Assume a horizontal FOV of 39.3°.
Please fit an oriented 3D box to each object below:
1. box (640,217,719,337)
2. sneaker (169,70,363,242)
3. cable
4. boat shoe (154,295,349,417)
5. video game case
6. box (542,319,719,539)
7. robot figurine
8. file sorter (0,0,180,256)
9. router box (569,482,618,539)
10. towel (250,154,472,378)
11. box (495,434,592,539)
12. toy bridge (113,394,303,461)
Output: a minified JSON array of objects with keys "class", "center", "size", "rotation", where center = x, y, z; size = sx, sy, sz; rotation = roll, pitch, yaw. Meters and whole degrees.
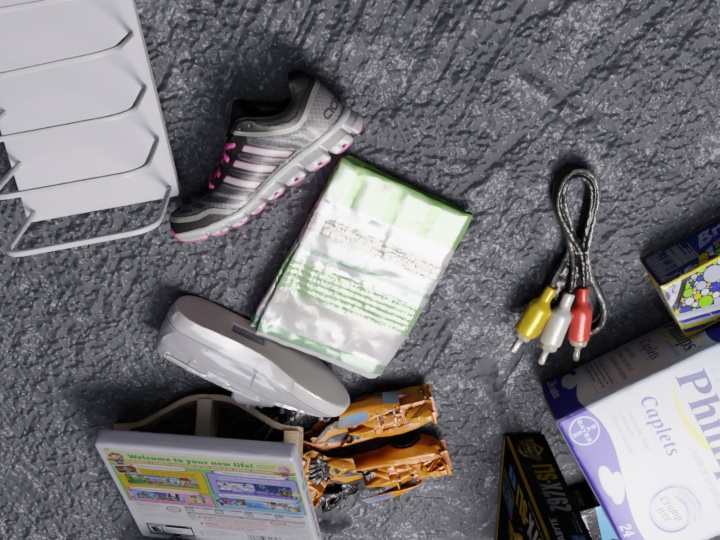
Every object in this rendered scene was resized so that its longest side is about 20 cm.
[{"class":"box","center":[0.383,-0.021,0.979],"size":[0.200,0.064,0.070],"rotation":[-30,115,10]},{"class":"sneaker","center":[-0.099,-0.104,0.890],"size":[0.200,0.074,0.087],"rotation":[-34,109,13]},{"class":"cable","center":[0.213,0.000,0.980],"size":[0.097,0.050,0.200],"rotation":[7,117,-10]},{"class":"boat shoe","center":[-0.108,0.100,0.992],"size":[0.200,0.072,0.069],"rotation":[27,115,-18]},{"class":"video game case","center":[-0.148,0.225,1.020],"size":[0.200,0.022,0.182],"rotation":[3,138,11]},{"class":"box","center":[0.317,0.165,1.017],"size":[0.200,0.105,0.184],"rotation":[-28,100,7]},{"class":"robot figurine","center":[-0.012,0.190,1.051],"size":[0.200,0.058,0.145],"rotation":[-16,116,2]},{"class":"file sorter","center":[-0.242,-0.130,0.822],"size":[0.138,0.125,0.200],"rotation":[-10,111,-1]},{"class":"router box","center":[0.318,0.319,1.151],"size":[0.149,0.051,0.200],"rotation":[-18,115,4]},{"class":"towel","center":[0.000,0.000,0.978],"size":[0.149,0.031,0.200],"rotation":[23,110,-18]},{"class":"box","center":[0.188,0.291,1.042],"size":[0.049,0.200,0.160],"rotation":[-1,117,-6]},{"class":"toy bridge","center":[-0.156,0.160,1.021],"size":[0.200,0.027,0.067],"rotation":[0,77,10]}]
